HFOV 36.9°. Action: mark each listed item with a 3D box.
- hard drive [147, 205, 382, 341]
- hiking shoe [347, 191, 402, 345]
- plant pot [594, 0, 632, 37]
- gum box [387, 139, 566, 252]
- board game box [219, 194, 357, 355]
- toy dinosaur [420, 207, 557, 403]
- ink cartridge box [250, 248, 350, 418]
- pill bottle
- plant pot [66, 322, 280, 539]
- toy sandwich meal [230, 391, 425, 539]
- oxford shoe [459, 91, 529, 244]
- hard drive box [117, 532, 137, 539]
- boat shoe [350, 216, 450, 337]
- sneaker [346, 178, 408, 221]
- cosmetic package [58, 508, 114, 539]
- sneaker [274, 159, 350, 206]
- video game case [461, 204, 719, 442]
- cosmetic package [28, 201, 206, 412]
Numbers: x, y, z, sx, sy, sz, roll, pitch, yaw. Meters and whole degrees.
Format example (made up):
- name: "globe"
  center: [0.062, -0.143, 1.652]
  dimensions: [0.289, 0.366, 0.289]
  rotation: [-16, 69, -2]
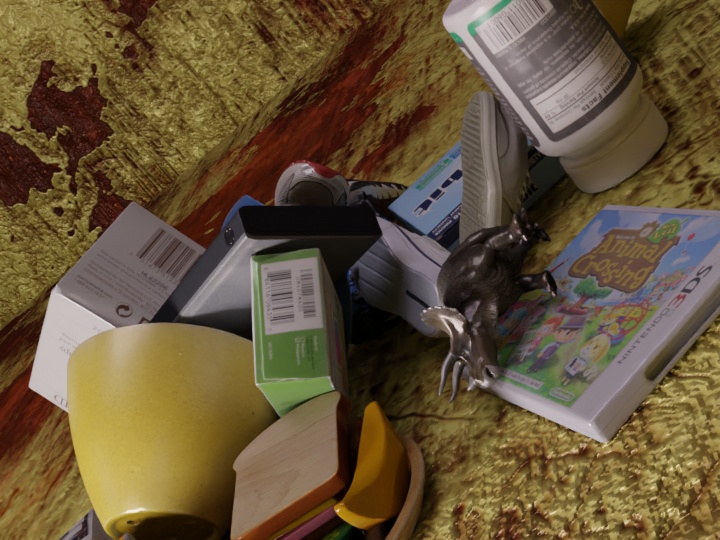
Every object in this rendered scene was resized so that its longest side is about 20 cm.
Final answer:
- name: "hard drive"
  center: [-0.089, 0.013, 0.929]
  dimensions: [0.138, 0.033, 0.200]
  rotation: [-3, -29, -39]
- name: "hiking shoe"
  center: [0.000, 0.000, 1.068]
  dimensions: [0.074, 0.087, 0.201]
  rotation: [-26, 21, 15]
- name: "plant pot"
  center: [0.202, -0.271, 1.148]
  dimensions: [0.199, 0.199, 0.144]
  rotation: [-29, 45, 37]
- name: "gum box"
  center: [0.123, -0.090, 1.103]
  dimensions: [0.170, 0.045, 0.200]
  rotation: [-42, 16, -1]
- name: "board game box"
  center: [-0.065, 0.022, 1.040]
  dimensions: [0.039, 0.161, 0.199]
  rotation: [-14, 33, -43]
- name: "toy dinosaur"
  center: [0.092, 0.001, 0.815]
  dimensions: [0.101, 0.077, 0.201]
  rotation: [-29, 22, 19]
- name: "ink cartridge box"
  center: [-0.044, 0.069, 0.902]
  dimensions: [0.058, 0.106, 0.200]
  rotation: [-6, -22, 4]
- name: "pill bottle"
  center: [0.170, -0.172, 0.925]
  dimensions: [0.113, 0.201, 0.113]
  rotation: [-36, 17, 13]
- name: "plant pot"
  center: [-0.163, 0.157, 0.937]
  dimensions: [0.199, 0.199, 0.144]
  rotation: [-29, 48, 36]
- name: "toy sandwich meal"
  center: [-0.037, 0.171, 0.769]
  dimensions: [0.204, 0.070, 0.206]
  rotation: [-38, 17, 14]
- name: "oxford shoe"
  center: [0.122, -0.070, 0.960]
  dimensions: [0.075, 0.057, 0.203]
  rotation: [127, 151, -57]
- name: "hard drive box"
  center: [-0.211, 0.315, 0.799]
  dimensions: [0.155, 0.077, 0.200]
  rotation: [-41, 17, 6]
- name: "boat shoe"
  center: [0.052, 0.009, 0.948]
  dimensions: [0.200, 0.066, 0.075]
  rotation: [-133, 50, -56]
- name: "sneaker"
  center: [-0.002, -0.044, 1.235]
  dimensions: [0.074, 0.118, 0.199]
  rotation: [6, 6, 23]
- name: "cosmetic package"
  center: [-0.265, 0.300, 1.003]
  dimensions: [0.082, 0.051, 0.200]
  rotation: [-44, 16, -3]
- name: "sneaker"
  center: [-0.065, -0.028, 1.107]
  dimensions: [0.083, 0.077, 0.201]
  rotation: [-80, 12, -47]
- name: "video game case"
  center: [0.170, 0.025, 0.748]
  dimensions: [0.182, 0.022, 0.200]
  rotation: [-45, 17, -10]
- name: "cosmetic package"
  center: [-0.260, 0.071, 1.258]
  dimensions: [0.167, 0.166, 0.201]
  rotation: [-59, 0, -44]
